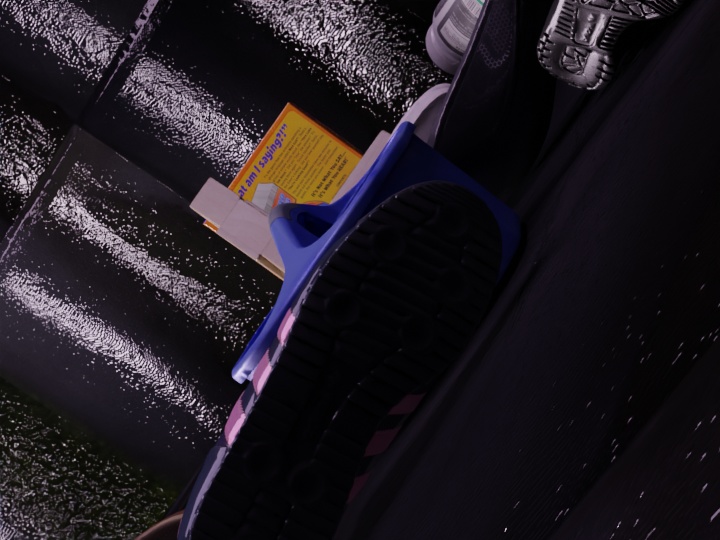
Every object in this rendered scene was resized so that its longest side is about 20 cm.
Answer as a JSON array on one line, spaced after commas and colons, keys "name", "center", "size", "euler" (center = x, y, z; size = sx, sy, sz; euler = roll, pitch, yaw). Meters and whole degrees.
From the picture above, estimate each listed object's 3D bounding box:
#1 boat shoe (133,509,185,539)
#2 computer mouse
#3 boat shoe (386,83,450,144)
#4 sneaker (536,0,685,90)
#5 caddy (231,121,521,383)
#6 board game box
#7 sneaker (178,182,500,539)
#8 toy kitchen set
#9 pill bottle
[{"name": "boat shoe", "center": [-0.133, 0.211, 1.146], "size": [0.200, 0.072, 0.068], "euler": [-57, 3, 21]}, {"name": "computer mouse", "center": [0.090, -0.116, 1.108], "size": [0.200, 0.053, 0.138], "euler": [-70, -15, 6]}, {"name": "boat shoe", "center": [0.040, -0.055, 1.530], "size": [0.200, 0.071, 0.069], "euler": [-64, 4, -4]}, {"name": "sneaker", "center": [0.140, -0.163, 1.003], "size": [0.104, 0.060, 0.200], "euler": [-61, 1, -22]}, {"name": "caddy", "center": [0.000, 0.000, 0.956], "size": [0.142, 0.105, 0.200], "euler": [-56, 2, 9]}, {"name": "board game box", "center": [-0.071, -0.092, 2.681], "size": [0.200, 0.200, 0.200], "euler": [-54, 2, 4]}, {"name": "sneaker", "center": [-0.016, 0.050, 0.813], "size": [0.200, 0.070, 0.082], "euler": [-55, 6, -17]}, {"name": "toy kitchen set", "center": [-0.029, -0.061, 2.066], "size": [0.181, 0.200, 0.163], "euler": [-55, -39, -3]}, {"name": "pill bottle", "center": [0.167, -0.358, 2.711], "size": [0.113, 0.113, 0.200], "euler": [-56, 3, -30]}]
